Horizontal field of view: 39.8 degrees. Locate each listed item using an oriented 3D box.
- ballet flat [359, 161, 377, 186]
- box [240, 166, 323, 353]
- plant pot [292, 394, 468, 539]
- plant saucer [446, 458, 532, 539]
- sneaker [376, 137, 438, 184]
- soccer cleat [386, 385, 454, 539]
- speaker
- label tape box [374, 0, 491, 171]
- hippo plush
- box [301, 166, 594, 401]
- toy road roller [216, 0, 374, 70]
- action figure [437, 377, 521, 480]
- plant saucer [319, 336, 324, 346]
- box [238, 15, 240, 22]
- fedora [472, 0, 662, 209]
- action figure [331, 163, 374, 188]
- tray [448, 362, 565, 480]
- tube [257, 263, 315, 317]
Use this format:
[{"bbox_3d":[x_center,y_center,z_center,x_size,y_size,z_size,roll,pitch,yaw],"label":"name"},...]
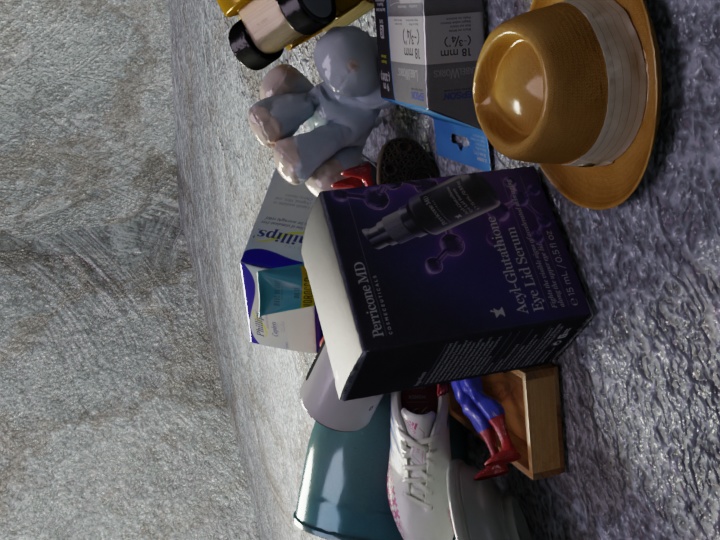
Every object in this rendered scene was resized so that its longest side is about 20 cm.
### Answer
[{"bbox_3d":[0.007,-0.066,1.272,0.200,0.073,0.073,92,162,-55],"label":"ballet flat"},{"bbox_3d":[-0.081,-0.022,1.346,0.184,0.104,0.201,91,-168,-53],"label":"box"},{"bbox_3d":[0.033,0.194,1.115,0.200,0.199,0.189,179,98,-74],"label":"plant pot"},{"bbox_3d":[0.136,0.271,0.939,0.200,0.050,0.201,-19,-90,-79],"label":"plant saucer"},{"bbox_3d":[0.055,-0.043,1.083,0.076,0.070,0.201,120,139,-68],"label":"sneaker"},{"bbox_3d":[0.056,0.180,0.982,0.086,0.070,0.201,63,-157,-76],"label":"soccer cleat"},{"bbox_3d":[0.011,0.062,0.970,0.200,0.081,0.081,-64,34,33],"label":"speaker"},{"bbox_3d":[0.066,-0.198,0.963,0.144,0.063,0.201,-141,44,-68],"label":"label tape box"},{"bbox_3d":[-0.007,-0.176,1.090,0.161,0.199,0.160,-38,47,43],"label":"hippo plush"},{"bbox_3d":[0.066,0.010,0.830,0.104,0.199,0.148,113,144,-59],"label":"box"},{"bbox_3d":[-0.073,-0.322,1.076,0.123,0.200,0.146,-22,101,43],"label":"toy road roller"},{"bbox_3d":[0.094,0.094,0.943,0.066,0.051,0.201,98,159,-60],"label":"action figure"},{"bbox_3d":[-0.005,0.157,1.311,0.200,0.037,0.201,-24,-87,-88],"label":"plant saucer"},{"bbox_3d":[-0.076,-0.383,1.186,0.049,0.160,0.200,36,143,26],"label":"box"},{"bbox_3d":[0.135,-0.132,0.715,0.201,0.081,0.202,171,90,-75],"label":"fedora"},{"bbox_3d":[0.000,0.000,1.037,0.201,0.099,0.065,67,162,6],"label":"action figure"},{"bbox_3d":[0.134,0.118,0.963,0.200,0.037,0.099,-149,51,-71],"label":"tray"},{"bbox_3d":[-0.021,0.009,1.145,0.050,0.199,0.078,-114,20,-45],"label":"tube"}]
